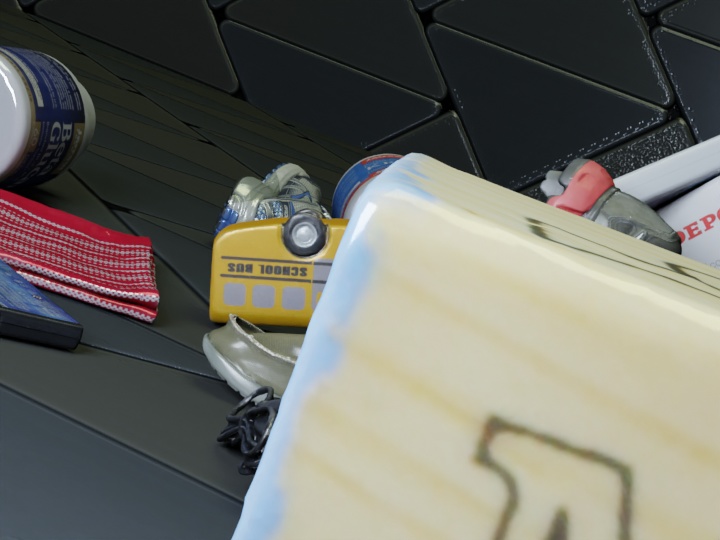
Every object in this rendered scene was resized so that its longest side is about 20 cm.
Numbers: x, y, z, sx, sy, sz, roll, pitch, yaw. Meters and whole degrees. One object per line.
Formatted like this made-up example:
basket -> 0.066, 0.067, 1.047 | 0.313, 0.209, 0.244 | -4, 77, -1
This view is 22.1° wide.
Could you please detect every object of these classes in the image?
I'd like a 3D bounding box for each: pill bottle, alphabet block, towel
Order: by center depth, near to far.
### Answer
alphabet block -> 0.068, 0.088, 0.605 | 0.200, 0.197, 0.195 | 21, 9, 3
towel -> -0.205, -0.015, 1.250 | 0.144, 0.023, 0.200 | 18, 8, -11
pill bottle -> -0.277, -0.119, 1.441 | 0.111, 0.111, 0.200 | 22, 8, 9
pill bottle -> 0.029, -0.054, 1.794 | 0.112, 0.112, 0.200 | 19, 8, -10

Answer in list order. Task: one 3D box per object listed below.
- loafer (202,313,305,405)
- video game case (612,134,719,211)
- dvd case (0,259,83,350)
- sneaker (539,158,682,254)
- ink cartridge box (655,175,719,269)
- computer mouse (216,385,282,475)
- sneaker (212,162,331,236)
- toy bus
loafer -> 0.006, 0.062, 1.082 | 0.200, 0.070, 0.075 | 20, 8, -5
video game case -> 0.160, -0.031, 1.150 | 0.200, 0.023, 0.182 | -22, -9, -11
dvd case -> -0.268, -0.004, 1.021 | 0.200, 0.018, 0.143 | 16, 10, -38
sneaker -> 0.111, 0.044, 1.007 | 0.098, 0.201, 0.071 | 27, 3, 15
ink cartridge box -> 0.227, 0.052, 1.107 | 0.200, 0.146, 0.084 | 64, 22, 11
computer mouse -> 0.028, 0.051, 0.918 | 0.200, 0.053, 0.138 | -12, 3, -11
sneaker -> -0.064, -0.039, 1.650 | 0.085, 0.077, 0.200 | 32, 17, 8
toy bus -> 0.000, 0.000, 1.260 | 0.199, 0.079, 0.065 | 3, 5, 1
